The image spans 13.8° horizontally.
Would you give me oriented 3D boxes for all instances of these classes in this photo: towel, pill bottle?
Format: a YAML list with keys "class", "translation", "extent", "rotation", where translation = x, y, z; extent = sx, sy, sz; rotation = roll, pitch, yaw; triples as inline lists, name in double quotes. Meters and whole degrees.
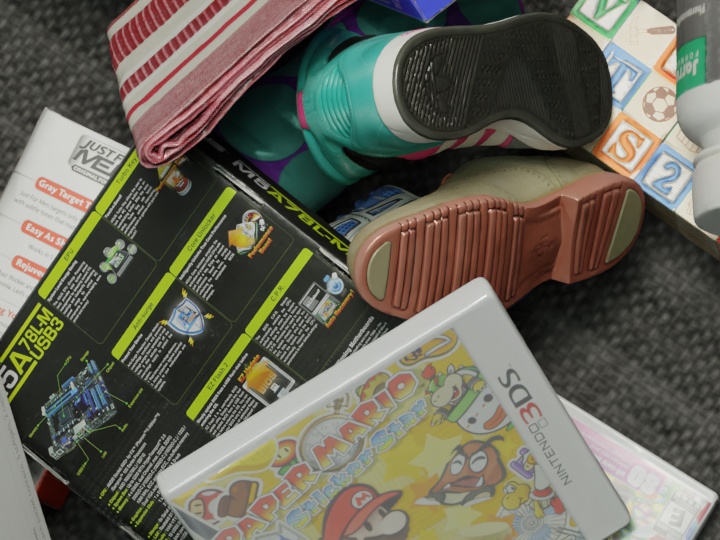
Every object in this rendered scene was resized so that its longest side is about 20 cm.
- class: "towel"
  translation: [-0.070, -0.135, 1.560]
  extent: [0.144, 0.200, 0.023]
  rotation: [-40, 113, 8]
- class: "pill bottle"
  translation: [0.221, -0.123, 1.555]
  extent: [0.112, 0.113, 0.201]
  rotation: [-1, 77, 10]

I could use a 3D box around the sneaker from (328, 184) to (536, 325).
- class: "sneaker"
  translation: [0.000, 0.000, 1.662]
  extent: [0.199, 0.076, 0.077]
  rotation: [-5, 56, 9]

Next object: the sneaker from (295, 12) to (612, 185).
- class: "sneaker"
  translation: [0.036, -0.089, 1.571]
  extent: [0.120, 0.199, 0.084]
  rotation: [-4, 89, 39]

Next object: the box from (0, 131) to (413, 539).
- class: "box"
  translation: [-0.084, 0.049, 1.588]
  extent: [0.193, 0.047, 0.200]
  rotation: [38, 108, 8]

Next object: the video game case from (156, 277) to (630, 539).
- class: "video game case"
  translation: [0.021, 0.121, 1.564]
  extent: [0.199, 0.182, 0.023]
  rotation: [-31, 34, 3]

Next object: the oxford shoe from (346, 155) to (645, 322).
- class: "oxford shoe"
  translation: [0.059, -0.020, 1.574]
  extent: [0.074, 0.199, 0.071]
  rotation: [30, 118, 40]

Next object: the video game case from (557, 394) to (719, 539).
- class: "video game case"
  translation: [0.084, 0.171, 1.629]
  extent: [0.143, 0.018, 0.201]
  rotation: [31, 86, 14]

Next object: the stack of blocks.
- class: "stack of blocks"
  translation: [0.196, -0.080, 1.639]
  extent: [0.200, 0.059, 0.115]
  rotation: [36, 86, 15]

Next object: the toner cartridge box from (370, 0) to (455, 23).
- class: "toner cartridge box"
  translation: [0.024, -0.191, 1.597]
  extent: [0.095, 0.200, 0.043]
  rotation: [-38, 113, -8]

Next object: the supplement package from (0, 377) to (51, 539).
- class: "supplement package"
  translation: [-0.269, 0.119, 1.589]
  extent: [0.155, 0.111, 0.201]
  rotation: [2, 123, 25]

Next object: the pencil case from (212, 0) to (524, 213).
- class: "pencil case"
  translation: [-0.006, -0.106, 1.649]
  extent: [0.200, 0.085, 0.093]
  rotation: [-42, 103, -16]

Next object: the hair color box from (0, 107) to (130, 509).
- class: "hair color box"
  translation: [-0.174, 0.022, 1.686]
  extent: [0.101, 0.061, 0.201]
  rotation: [25, 85, 14]
